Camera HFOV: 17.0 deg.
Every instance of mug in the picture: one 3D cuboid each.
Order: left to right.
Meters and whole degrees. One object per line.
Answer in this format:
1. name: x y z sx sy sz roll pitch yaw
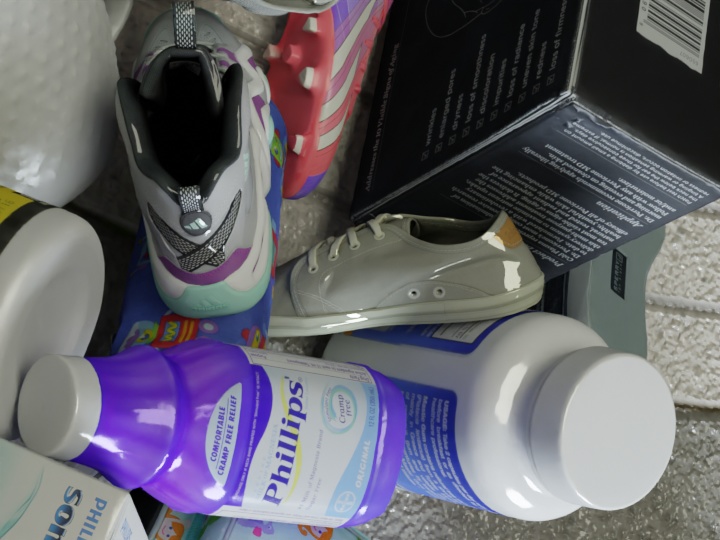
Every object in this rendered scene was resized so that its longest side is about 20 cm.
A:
1. mug: -0.183 -0.133 1.213 0.200 0.147 0.176 -49 131 -34

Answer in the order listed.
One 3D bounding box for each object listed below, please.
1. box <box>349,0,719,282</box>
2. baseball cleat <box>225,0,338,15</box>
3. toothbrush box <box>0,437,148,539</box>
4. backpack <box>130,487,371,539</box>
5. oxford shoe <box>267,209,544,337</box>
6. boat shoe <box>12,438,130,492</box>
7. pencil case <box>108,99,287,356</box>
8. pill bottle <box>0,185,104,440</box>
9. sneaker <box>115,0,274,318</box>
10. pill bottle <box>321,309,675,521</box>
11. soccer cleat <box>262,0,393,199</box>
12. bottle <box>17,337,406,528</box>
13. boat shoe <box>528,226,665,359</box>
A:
1. box: 0.109 -0.117 1.349 0.124 0.196 0.201 28 57 -28
2. baseball cleat: -0.050 -0.174 1.294 0.106 0.200 0.070 18 116 7
3. toothbrush box: -0.206 0.115 1.119 0.199 0.146 0.086 22 74 5
4. backpack: -0.055 0.204 1.259 0.200 0.150 0.178 42 58 -28
5. oxford shoe: 0.000 0.000 1.308 0.075 0.199 0.058 -57 138 -68
6. boat shoe: -0.171 0.105 1.234 0.200 0.073 0.067 -43 109 -28
7. pencil case: -0.085 -0.005 1.266 0.078 0.087 0.201 59 27 -45
8. pill bottle: -0.231 -0.004 1.138 0.199 0.113 0.113 21 67 15
9. sneaker: -0.083 -0.091 1.192 0.077 0.140 0.201 -11 51 -3
10. pill bottle: 0.074 0.075 1.312 0.112 0.200 0.113 -5 98 -37
11. soccer cleat: -0.013 -0.135 1.375 0.076 0.067 0.201 15 74 -36
12. bottle: -0.068 0.074 1.143 0.200 0.065 0.084 12 87 -42
13. boat shoe: 0.124 0.006 1.446 0.071 0.091 0.201 41 38 -22
